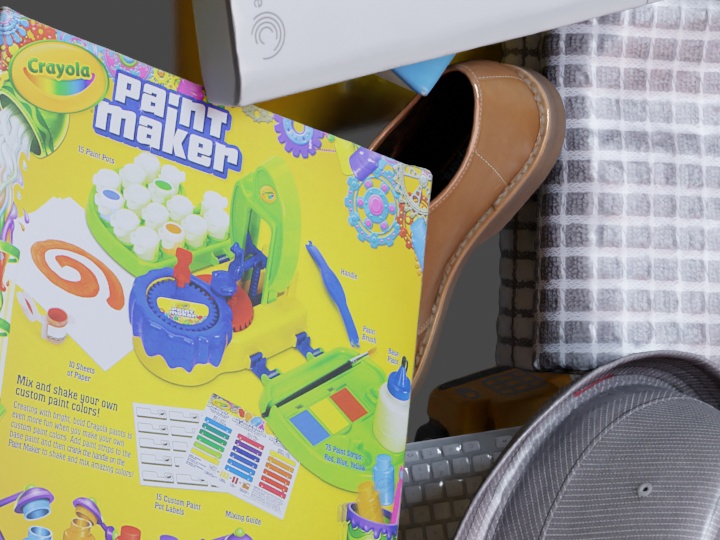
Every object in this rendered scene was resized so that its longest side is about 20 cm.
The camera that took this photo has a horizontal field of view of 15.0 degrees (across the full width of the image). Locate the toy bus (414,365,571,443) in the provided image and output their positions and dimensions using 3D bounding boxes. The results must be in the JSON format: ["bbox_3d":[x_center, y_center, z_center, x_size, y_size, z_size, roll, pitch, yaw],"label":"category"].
[{"bbox_3d":[0.070,0.144,1.200,0.065,0.078,0.201,-14,116,-32],"label":"toy bus"}]

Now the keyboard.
[{"bbox_3d":[0.060,0.094,1.136,0.199,0.011,0.056,-9,75,1],"label":"keyboard"}]

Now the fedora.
[{"bbox_3d":[0.118,0.130,1.034,0.177,0.090,0.200,45,68,-35],"label":"fedora"}]

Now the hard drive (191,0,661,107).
[{"bbox_3d":[0.027,-0.143,0.961,0.200,0.027,0.132,-16,108,-31],"label":"hard drive"}]

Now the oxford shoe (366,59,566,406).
[{"bbox_3d":[0.000,0.000,1.077,0.071,0.071,0.200,12,111,-59],"label":"oxford shoe"}]

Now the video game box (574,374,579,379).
[{"bbox_3d":[0.180,0.016,1.252,0.182,0.047,0.200,-37,126,-21],"label":"video game box"}]

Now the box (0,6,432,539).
[{"bbox_3d":[-0.092,0.037,0.962,0.200,0.122,0.193,20,70,-40],"label":"box"}]

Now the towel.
[{"bbox_3d":[0.158,-0.035,1.136,0.199,0.086,0.166,1,86,-21],"label":"towel"}]

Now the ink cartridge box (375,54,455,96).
[{"bbox_3d":[0.016,-0.191,1.017,0.145,0.084,0.200,39,83,-40],"label":"ink cartridge box"}]
